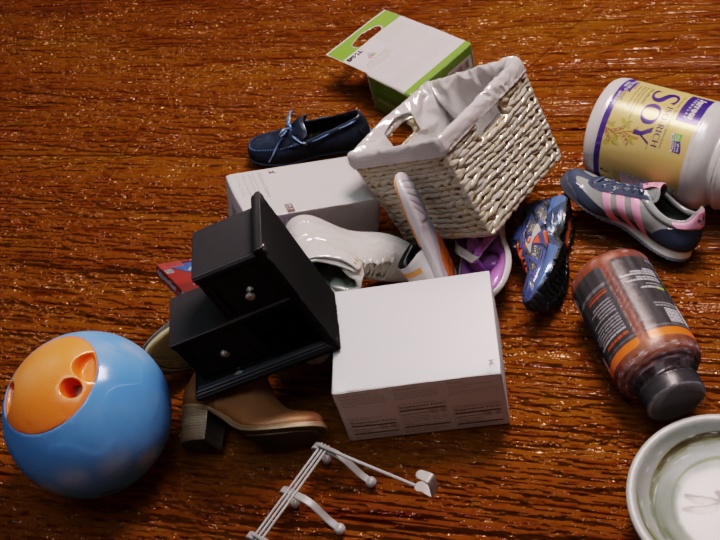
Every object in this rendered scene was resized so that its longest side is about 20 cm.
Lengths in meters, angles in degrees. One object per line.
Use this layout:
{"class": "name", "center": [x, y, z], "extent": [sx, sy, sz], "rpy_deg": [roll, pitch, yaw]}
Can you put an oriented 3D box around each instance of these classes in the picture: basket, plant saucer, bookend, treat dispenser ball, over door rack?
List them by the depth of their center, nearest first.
{"class": "plant saucer", "center": [0.383, 0.249, 1.043], "extent": [0.199, 0.050, 0.201], "rpy_deg": [-8, 48, 9]}
{"class": "over door rack", "center": [-0.018, 0.281, 1.105], "extent": [0.200, 0.067, 0.148], "rpy_deg": [5, 49, 46]}
{"class": "bookend", "center": [-0.155, 0.037, 1.157], "extent": [0.198, 0.200, 0.092], "rpy_deg": [-21, 45, 13]}
{"class": "treat dispenser ball", "center": [-0.331, 0.174, 1.203], "extent": [0.200, 0.201, 0.201], "rpy_deg": [-8, 49, 9]}
{"class": "basket", "center": [0.132, -0.158, 1.334], "extent": [0.198, 0.161, 0.200], "rpy_deg": [-46, 23, -28]}

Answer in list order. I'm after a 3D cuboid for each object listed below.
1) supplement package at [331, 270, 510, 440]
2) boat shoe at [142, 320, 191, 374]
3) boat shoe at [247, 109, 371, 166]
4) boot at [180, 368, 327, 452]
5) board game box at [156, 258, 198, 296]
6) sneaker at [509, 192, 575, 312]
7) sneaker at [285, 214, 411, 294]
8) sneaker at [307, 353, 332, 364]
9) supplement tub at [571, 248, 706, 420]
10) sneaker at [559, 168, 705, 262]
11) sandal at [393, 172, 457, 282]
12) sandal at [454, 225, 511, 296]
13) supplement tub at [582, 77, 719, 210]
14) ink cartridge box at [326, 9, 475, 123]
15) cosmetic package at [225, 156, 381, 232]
{"class": "supplement package", "center": [0.073, 0.105, 1.212], "extent": [0.199, 0.111, 0.156], "rpy_deg": [-8, 49, 9]}
{"class": "boat shoe", "center": [-0.218, 0.074, 1.346], "extent": [0.200, 0.073, 0.065], "rpy_deg": [-31, 32, -34]}
{"class": "boat shoe", "center": [-0.085, -0.221, 1.563], "extent": [0.199, 0.069, 0.084], "rpy_deg": [-13, 48, 4]}
{"class": "boot", "center": [-0.133, 0.145, 1.245], "extent": [0.199, 0.074, 0.155], "rpy_deg": [-3, 58, 14]}
{"class": "board game box", "center": [-0.166, 0.005, 1.355], "extent": [0.199, 0.020, 0.103], "rpy_deg": [-12, 33, -34]}
{"class": "sneaker", "center": [0.235, -0.020, 1.310], "extent": [0.078, 0.075, 0.200], "rpy_deg": [-4, 41, 24]}
{"class": "sneaker", "center": [0.000, 0.000, 1.293], "extent": [0.199, 0.074, 0.116], "rpy_deg": [13, 31, -21]}
{"class": "sneaker", "center": [-0.081, 0.037, 1.310], "extent": [0.069, 0.099, 0.201], "rpy_deg": [-38, 73, 22]}
{"class": "supplement tub", "center": [0.330, 0.076, 1.168], "extent": [0.107, 0.107, 0.200], "rpy_deg": [-17, 48, 1]}
{"class": "sneaker", "center": [0.359, -0.096, 1.296], "extent": [0.200, 0.082, 0.070], "rpy_deg": [32, 42, 19]}
{"class": "sandal", "center": [0.072, -0.029, 1.284], "extent": [0.059, 0.207, 0.079], "rpy_deg": [-19, 20, 19]}
{"class": "sandal", "center": [0.157, -0.040, 1.336], "extent": [0.082, 0.050, 0.203], "rpy_deg": [-32, 34, 31]}
{"class": "supplement tub", "center": [0.416, -0.167, 1.326], "extent": [0.200, 0.146, 0.146], "rpy_deg": [23, 59, 31]}
{"class": "ink cartridge box", "center": [0.067, -0.334, 1.614], "extent": [0.148, 0.076, 0.200], "rpy_deg": [-42, 51, -19]}
{"class": "cosmetic package", "center": [-0.080, -0.091, 1.408], "extent": [0.199, 0.081, 0.113], "rpy_deg": [-14, 45, -18]}
